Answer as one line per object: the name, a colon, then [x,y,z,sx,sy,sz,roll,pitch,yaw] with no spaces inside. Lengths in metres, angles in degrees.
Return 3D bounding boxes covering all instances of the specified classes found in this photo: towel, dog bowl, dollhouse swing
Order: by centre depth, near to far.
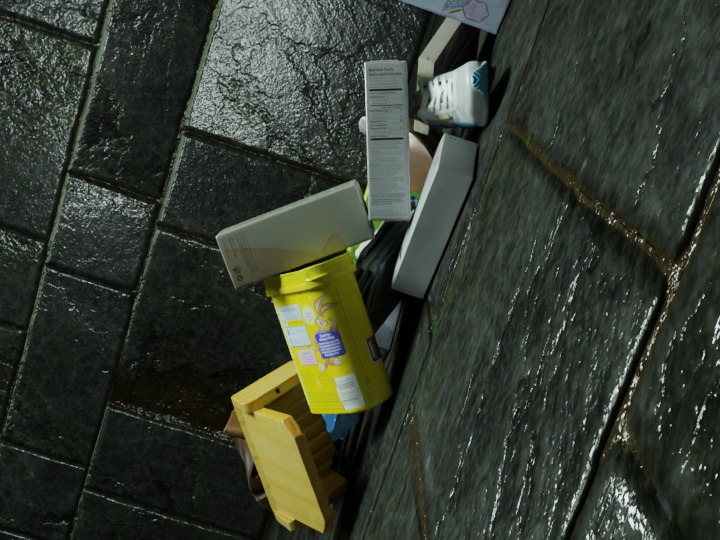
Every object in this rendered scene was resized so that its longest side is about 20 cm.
dollhouse swing: [-0.065,0.248,1.506,0.175,0.202,0.181,-8,15,46]
towel: [0.031,0.006,1.522,0.200,0.048,0.172,-48,-21,-50]
dog bowl: [-0.076,0.267,1.686,0.200,0.050,0.111,-36,-4,-41]

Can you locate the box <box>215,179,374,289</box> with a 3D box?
box: [-0.084,-0.050,1.425,0.095,0.198,0.078,-76,-34,-81]

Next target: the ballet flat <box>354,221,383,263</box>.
ballet flat: [0.000,0.000,1.637,0.200,0.063,0.069,-52,39,-3]

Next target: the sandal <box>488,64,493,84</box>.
sandal: [0.145,-0.257,1.495,0.200,0.045,0.076,174,112,-86]

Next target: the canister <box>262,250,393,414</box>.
canister: [-0.043,0.087,1.427,0.148,0.086,0.202,-10,100,54]

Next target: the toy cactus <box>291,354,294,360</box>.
toy cactus: [-0.045,0.114,1.723,0.166,0.102,0.200,-55,-5,-18]

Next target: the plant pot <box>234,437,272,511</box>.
plant pot: [-0.138,0.341,1.978,0.198,0.199,0.202,-110,37,-72]

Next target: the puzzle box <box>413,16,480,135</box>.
puzzle box: [0.131,-0.310,1.553,0.134,0.025,0.201,90,-155,-49]

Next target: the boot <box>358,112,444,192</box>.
boot: [0.091,-0.187,1.610,0.146,0.200,0.070,-10,-40,-54]

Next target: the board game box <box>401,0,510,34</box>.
board game box: [0.126,-0.436,1.433,0.201,0.198,0.041,113,175,-51]

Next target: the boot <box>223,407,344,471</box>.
boot: [-0.130,0.287,1.780,0.189,0.198,0.069,-77,7,-54]

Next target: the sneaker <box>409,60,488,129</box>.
sneaker: [0.115,-0.217,1.346,0.200,0.080,0.077,157,114,-81]

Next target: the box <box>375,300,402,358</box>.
box: [0.023,0.087,1.726,0.200,0.048,0.160,114,173,-63]

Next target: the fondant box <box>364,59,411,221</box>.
fondant box: [0.037,-0.170,1.408,0.144,0.058,0.202,-63,-27,-84]

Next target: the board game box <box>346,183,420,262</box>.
board game box: [0.050,-0.096,1.758,0.048,0.101,0.202,-120,47,-85]

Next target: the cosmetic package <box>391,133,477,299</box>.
cosmetic package: [0.093,-0.068,1.361,0.083,0.050,0.201,-79,7,-53]
